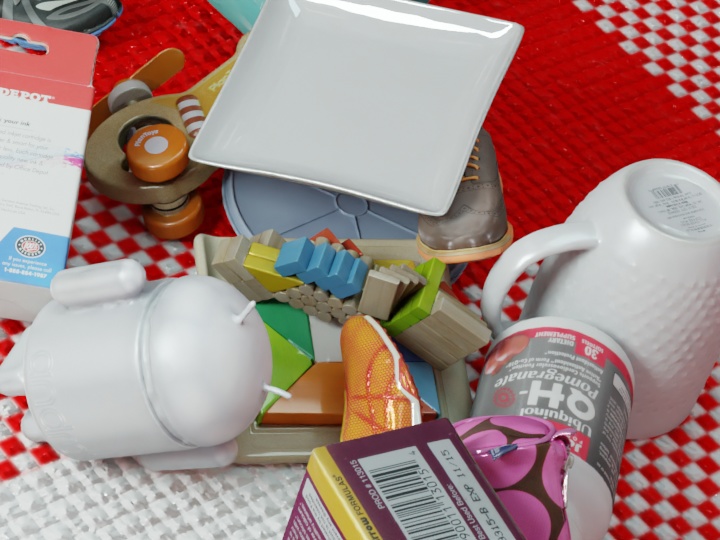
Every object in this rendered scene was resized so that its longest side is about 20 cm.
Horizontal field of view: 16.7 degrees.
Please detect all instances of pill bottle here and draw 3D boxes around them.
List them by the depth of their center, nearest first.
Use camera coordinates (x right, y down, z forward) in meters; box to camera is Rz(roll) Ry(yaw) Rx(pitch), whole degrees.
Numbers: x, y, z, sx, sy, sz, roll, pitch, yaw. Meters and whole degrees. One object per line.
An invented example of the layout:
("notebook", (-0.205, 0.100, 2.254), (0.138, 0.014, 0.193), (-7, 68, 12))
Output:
("pill bottle", (0.123, 0.134, 1.681), (0.110, 0.111, 0.200), (19, 42, -1))

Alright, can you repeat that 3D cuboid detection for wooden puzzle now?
("wooden puzzle", (-0.015, 0.051, 1.748), (0.200, 0.037, 0.185), (3, 56, -19))

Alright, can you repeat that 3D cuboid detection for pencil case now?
("pencil case", (0.100, 0.194, 1.543), (0.093, 0.200, 0.091), (-6, 11, 8))

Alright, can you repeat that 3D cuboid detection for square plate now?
("square plate", (-0.001, -0.127, 1.811), (0.200, 0.028, 0.198), (13, 54, 15))

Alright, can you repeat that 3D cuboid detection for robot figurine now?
("robot figurine", (-0.142, 0.065, 1.616), (0.200, 0.170, 0.113), (-9, 36, 29))

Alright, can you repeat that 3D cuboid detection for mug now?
("mug", (0.182, 0.013, 1.782), (0.200, 0.176, 0.148), (-2, 46, -22))

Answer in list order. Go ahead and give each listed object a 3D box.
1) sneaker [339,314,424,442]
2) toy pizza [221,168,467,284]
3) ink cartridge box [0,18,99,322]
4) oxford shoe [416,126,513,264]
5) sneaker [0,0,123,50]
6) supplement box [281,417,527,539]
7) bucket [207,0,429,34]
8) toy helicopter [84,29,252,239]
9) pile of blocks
("sneaker", (0.008, 0.119, 1.655), (0.077, 0.073, 0.200), (-9, 61, -6))
("toy pizza", (-0.011, -0.042, 1.875), (0.200, 0.032, 0.200), (11, 45, -11))
("ink cartridge box", (-0.251, -0.072, 1.697), (0.116, 0.067, 0.200), (10, 64, -6))
("oxford shoe", (0.071, -0.061, 1.804), (0.071, 0.073, 0.200), (-8, 22, 2))
("sneaker", (-0.285, -0.237, 1.943), (0.199, 0.083, 0.071), (23, 42, 3))
("supplement box", (0.018, 0.209, 1.495), (0.103, 0.200, 0.131), (-11, 50, -30))
("bucket", (-0.034, -0.261, 1.982), (0.207, 0.207, 0.135), (-25, 63, -38))
("toy helicopter", (-0.131, -0.124, 1.861), (0.132, 0.079, 0.200), (30, 59, 32))
("pile of blocks", (0.000, 0.000, 1.718), (0.200, 0.082, 0.062), (20, 54, -1))
